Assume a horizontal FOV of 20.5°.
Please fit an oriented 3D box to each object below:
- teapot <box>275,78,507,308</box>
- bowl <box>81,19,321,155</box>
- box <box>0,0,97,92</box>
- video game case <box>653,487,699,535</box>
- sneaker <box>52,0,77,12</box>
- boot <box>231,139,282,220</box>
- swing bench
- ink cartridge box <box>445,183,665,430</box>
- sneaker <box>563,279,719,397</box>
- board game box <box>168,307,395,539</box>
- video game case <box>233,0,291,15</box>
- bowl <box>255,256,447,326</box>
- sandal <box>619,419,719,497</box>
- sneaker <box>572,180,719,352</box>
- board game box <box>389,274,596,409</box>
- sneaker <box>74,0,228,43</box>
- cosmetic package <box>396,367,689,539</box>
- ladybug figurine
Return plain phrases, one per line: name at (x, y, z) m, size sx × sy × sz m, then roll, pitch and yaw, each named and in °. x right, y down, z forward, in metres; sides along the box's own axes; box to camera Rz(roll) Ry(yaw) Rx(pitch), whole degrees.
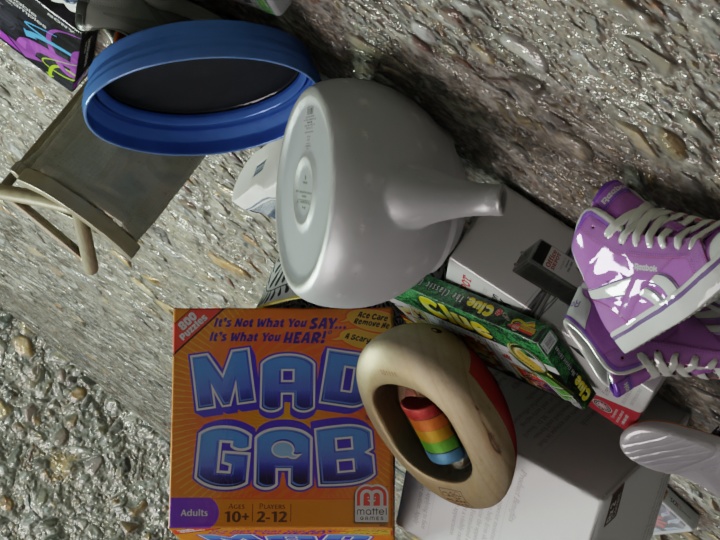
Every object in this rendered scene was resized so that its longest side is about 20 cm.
teapot at (0.021, -0.059, 1.599) m, size 0.146 × 0.200 × 0.198 m, roll 3°, pitch 136°, yaw -19°
bowl at (-0.131, -0.151, 1.648) m, size 0.200 × 0.039 × 0.201 m, roll -5°, pitch 161°, yaw -2°
box at (-0.327, -0.257, 1.967) m, size 0.143 × 0.036 × 0.200 m, roll 37°, pitch 163°, yaw -1°
video game case at (0.230, 0.222, 2.093) m, size 0.182 × 0.023 × 0.200 m, roll 42°, pitch 150°, yaw -19°
sneaker at (-0.241, -0.280, 1.663) m, size 0.146 × 0.081 × 0.200 m, roll 31°, pitch 162°, yaw -12°
boot at (-0.049, -0.081, 1.846) m, size 0.090 × 0.073 × 0.200 m, roll 25°, pitch 169°, yaw -14°
swing bench at (-0.220, -0.118, 1.833) m, size 0.130 × 0.199 × 0.200 m, roll 40°, pitch 163°, yaw -11°
ink cartridge box at (0.170, 0.033, 1.652) m, size 0.200 × 0.083 × 0.147 m, roll 33°, pitch 164°, yaw 10°
sneaker at (0.251, 0.068, 1.531) m, size 0.200 × 0.114 × 0.073 m, roll 30°, pitch 161°, yaw 18°
board game box at (-0.067, 0.152, 1.844) m, size 0.199 × 0.201 × 0.200 m, roll 0°, pitch 167°, yaw 2°
video game case at (-0.161, -0.289, 1.550) m, size 0.182 × 0.022 × 0.200 m, roll 24°, pitch 160°, yaw 38°
bowl at (0.000, 0.000, 1.839) m, size 0.200 × 0.094 × 0.201 m, roll 0°, pitch 166°, yaw 0°
sandal at (0.311, 0.149, 1.701) m, size 0.206 × 0.059 × 0.079 m, roll 23°, pitch 142°, yaw -27°
sneaker at (0.213, -0.021, 1.412) m, size 0.114 × 0.073 × 0.200 m, roll 61°, pitch 147°, yaw 6°
board game box at (0.098, 0.049, 1.658) m, size 0.200 × 0.023 × 0.105 m, roll 23°, pitch 158°, yaw 43°
sneaker at (-0.164, -0.199, 1.677) m, size 0.074 × 0.080 × 0.200 m, roll 20°, pitch 174°, yaw 46°
cosmetic package at (0.166, 0.184, 1.838) m, size 0.200 × 0.165 × 0.165 m, roll 29°, pitch 132°, yaw 23°
ladybug figurine at (0.073, 0.120, 1.692) m, size 0.135 × 0.072 × 0.200 m, roll 6°, pitch 134°, yaw 39°
